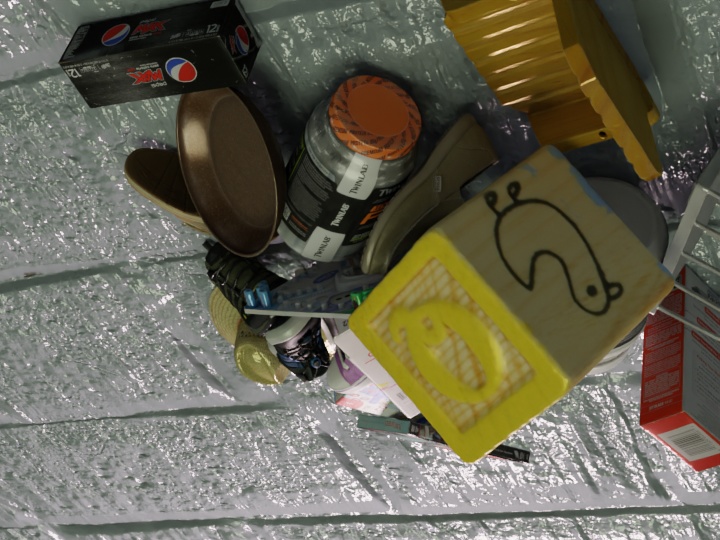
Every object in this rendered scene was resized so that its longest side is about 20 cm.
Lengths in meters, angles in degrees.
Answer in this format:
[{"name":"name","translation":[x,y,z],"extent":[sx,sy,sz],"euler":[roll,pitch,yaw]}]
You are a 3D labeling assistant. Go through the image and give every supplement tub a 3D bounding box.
[{"name":"supplement tub","translation":[-0.014,-0.108,1.363],"extent":[0.122,0.123,0.200],"euler":[21,143,-8]},{"name":"supplement tub","translation":[0.254,0.009,1.403],"extent":[0.139,0.141,0.201],"euler":[9,142,8]}]

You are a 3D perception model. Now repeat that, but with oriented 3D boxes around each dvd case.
[{"name":"dvd case","translation":[0.113,0.232,1.752],"extent":[0.199,0.022,0.146],"euler":[16,171,-26]}]

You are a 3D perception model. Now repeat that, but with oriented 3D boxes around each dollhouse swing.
[{"name":"dollhouse swing","translation":[0.171,-0.168,1.179],"extent":[0.181,0.177,0.200],"euler":[-14,135,33]}]

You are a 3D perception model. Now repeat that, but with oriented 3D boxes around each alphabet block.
[{"name":"alphabet block","translation":[0.143,0.032,1.235],"extent":[0.195,0.200,0.197],"euler":[47,140,7]}]

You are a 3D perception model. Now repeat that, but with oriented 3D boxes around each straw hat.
[{"name":"straw hat","translation":[-0.126,0.103,1.701],"extent":[0.199,0.085,0.202],"euler":[9,142,7]}]

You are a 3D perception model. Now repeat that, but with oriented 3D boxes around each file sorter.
[{"name":"file sorter","translation":[0.387,-0.036,1.272],"extent":[0.124,0.139,0.201],"euler":[30,146,16]}]

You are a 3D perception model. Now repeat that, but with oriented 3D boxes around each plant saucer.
[{"name":"plant saucer","translation":[-0.135,-0.115,1.392],"extent":[0.200,0.036,0.202],"euler":[32,132,44]}]

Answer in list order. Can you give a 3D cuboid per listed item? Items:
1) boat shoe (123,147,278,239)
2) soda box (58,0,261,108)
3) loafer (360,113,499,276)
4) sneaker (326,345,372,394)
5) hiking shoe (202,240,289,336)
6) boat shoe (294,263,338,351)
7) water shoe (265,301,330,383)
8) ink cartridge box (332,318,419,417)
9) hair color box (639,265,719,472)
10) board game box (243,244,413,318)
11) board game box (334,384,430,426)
[{"name":"boat shoe","translation":[-0.191,-0.076,1.506],"extent":[0.199,0.072,0.065],"euler":[27,149,-14]},{"name":"soda box","translation":[-0.208,-0.225,1.330],"extent":[0.199,0.064,0.071],"euler":[-4,140,25]},{"name":"loafer","translation":[0.073,-0.070,1.324],"extent":[0.068,0.200,0.076],"euler":[36,177,4]},{"name":"sneaker","translation":[-0.006,0.064,1.520],"extent":[0.114,0.073,0.201],"euler":[15,125,-37]},{"name":"hiking shoe","translation":[-0.145,0.015,1.541],"extent":[0.101,0.076,0.200],"euler":[39,175,-22]},{"name":"boat shoe","translation":[-0.024,0.045,1.598],"extent":[0.060,0.074,0.200],"euler":[-17,148,9]},{"name":"water shoe","translation":[-0.061,0.084,1.478],"extent":[0.079,0.071,0.200],"euler":[48,172,4]},{"name":"ink cartridge box","translation":[0.051,0.075,1.451],"extent":[0.115,0.068,0.200],"euler":[-31,138,10]},{"name":"hair color box","translation":[0.373,0.110,1.439],"extent":[0.111,0.201,0.064],"euler":[38,137,-27]},{"name":"board game box","translation":[0.000,0.000,1.416],"extent":[0.199,0.200,0.026],"euler":[1,112,42]},{"name":"board game box","translation":[0.096,0.132,1.650],"extent":[0.199,0.056,0.196],"euler":[16,145,-23]}]
